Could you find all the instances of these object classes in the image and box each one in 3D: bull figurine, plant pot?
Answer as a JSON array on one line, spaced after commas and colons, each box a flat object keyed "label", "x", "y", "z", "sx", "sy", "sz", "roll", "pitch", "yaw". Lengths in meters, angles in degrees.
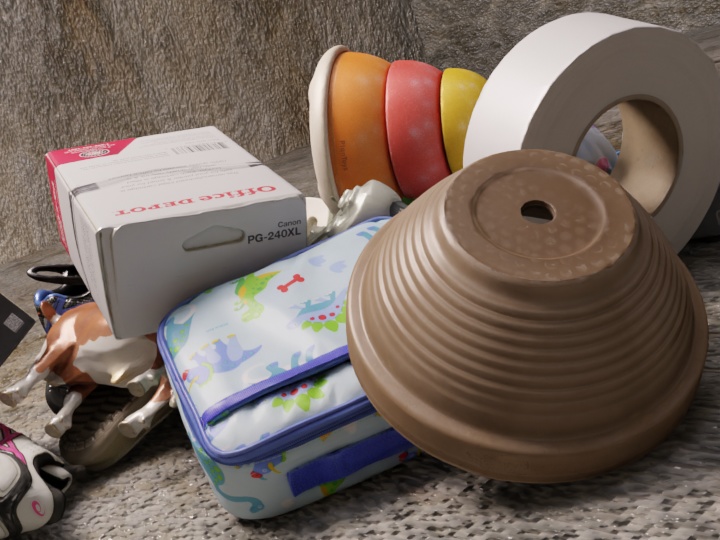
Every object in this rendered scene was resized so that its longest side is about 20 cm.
[{"label": "bull figurine", "x": -0.188, "y": 0.064, "z": 0.717, "sx": 0.198, "sy": 0.065, "sz": 0.122, "roll": -11, "pitch": 34, "yaw": 27}, {"label": "plant pot", "x": 0.089, "y": 0.002, "z": 0.516, "sx": 0.198, "sy": 0.093, "sz": 0.202, "roll": -2, "pitch": 46, "yaw": 2}]

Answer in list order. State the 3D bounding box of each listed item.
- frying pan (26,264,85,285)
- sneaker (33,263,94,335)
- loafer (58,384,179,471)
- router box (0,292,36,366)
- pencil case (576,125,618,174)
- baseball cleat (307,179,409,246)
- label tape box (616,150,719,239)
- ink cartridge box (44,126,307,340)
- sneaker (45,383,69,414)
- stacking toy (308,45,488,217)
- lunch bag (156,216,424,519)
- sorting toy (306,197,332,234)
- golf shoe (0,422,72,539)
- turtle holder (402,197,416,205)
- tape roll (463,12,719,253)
[{"label": "frying pan", "x": -0.163, "y": -0.007, "z": 0.803, "sx": 0.188, "sy": 0.031, "sz": 0.116, "roll": 22, "pitch": 45, "yaw": -3}, {"label": "sneaker", "x": -0.201, "y": -0.009, "z": 0.842, "sx": 0.075, "sy": 0.079, "sz": 0.201, "roll": 9, "pitch": 53, "yaw": 48}, {"label": "loafer", "x": -0.161, "y": 0.093, "z": 0.787, "sx": 0.075, "sy": 0.069, "sz": 0.200, "roll": -1, "pitch": 36, "yaw": 36}, {"label": "router box", "x": -0.334, "y": 0.111, "z": 0.715, "sx": 0.201, "sy": 0.052, "sz": 0.157, "roll": -57, "pitch": 16, "yaw": -26}, {"label": "pencil case", "x": 0.122, "y": -0.049, "z": 0.808, "sx": 0.200, "sy": 0.083, "sz": 0.091, "roll": -42, "pitch": -10, "yaw": -11}, {"label": "baseball cleat", "x": 0.000, "y": 0.000, "z": 0.755, "sx": 0.070, "sy": 0.106, "sz": 0.200, "roll": -61, "pitch": 9, "yaw": -22}, {"label": "label tape box", "x": 0.273, "y": -0.073, "z": 0.880, "sx": 0.199, "sy": 0.067, "sz": 0.143, "roll": -10, "pitch": 14, "yaw": 43}, {"label": "ink cartridge box", "x": -0.139, "y": -0.036, "z": 0.717, "sx": 0.144, "sy": 0.084, "sz": 0.200, "roll": -12, "pitch": 26, "yaw": -23}, {"label": "sneaker", "x": -0.254, "y": 0.078, "z": 0.950, "sx": 0.104, "sy": 0.060, "sz": 0.201, "roll": -54, "pitch": 13, "yaw": 46}, {"label": "stacking toy", "x": 0.067, "y": -0.113, "z": 0.780, "sx": 0.198, "sy": 0.148, "sz": 0.146, "roll": -2, "pitch": 16, "yaw": 16}, {"label": "lunch bag", "x": -0.017, "y": 0.056, "z": 0.604, "sx": 0.198, "sy": 0.083, "sz": 0.161, "roll": -21, "pitch": 40, "yaw": -10}, {"label": "sorting toy", "x": -0.113, "y": -0.005, "z": 0.943, "sx": 0.178, "sy": 0.107, "sz": 0.201, "roll": -17, "pitch": 36, "yaw": 18}, {"label": "golf shoe", "x": -0.255, "y": 0.152, "z": 0.689, "sx": 0.091, "sy": 0.074, "sz": 0.200, "roll": 11, "pitch": -2, "yaw": -18}, {"label": "turtle holder", "x": 0.044, "y": -0.038, "z": 0.941, "sx": 0.139, "sy": 0.188, "sz": 0.132, "roll": 13, "pitch": 8, "yaw": -12}, {"label": "tape roll", "x": 0.178, "y": -0.086, "z": 0.724, "sx": 0.201, "sy": 0.204, "sz": 0.071, "roll": -22, "pitch": 28, "yaw": -18}]
